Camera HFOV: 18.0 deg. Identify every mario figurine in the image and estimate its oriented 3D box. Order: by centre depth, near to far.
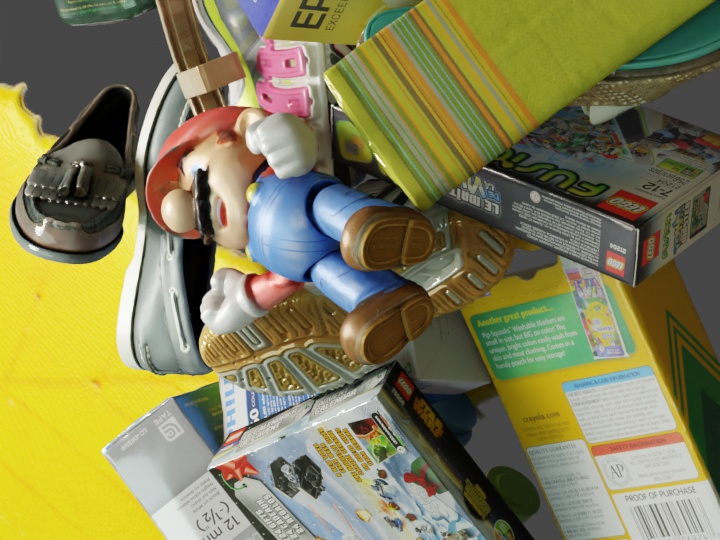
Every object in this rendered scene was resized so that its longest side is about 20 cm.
[{"bbox_3d":[-0.052,-0.020,1.169,0.200,0.106,0.124,31,95,48],"label":"mario figurine"}]

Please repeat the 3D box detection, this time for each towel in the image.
[{"bbox_3d":[0.085,-0.119,1.125,0.086,0.199,0.018,55,179,11],"label":"towel"}]

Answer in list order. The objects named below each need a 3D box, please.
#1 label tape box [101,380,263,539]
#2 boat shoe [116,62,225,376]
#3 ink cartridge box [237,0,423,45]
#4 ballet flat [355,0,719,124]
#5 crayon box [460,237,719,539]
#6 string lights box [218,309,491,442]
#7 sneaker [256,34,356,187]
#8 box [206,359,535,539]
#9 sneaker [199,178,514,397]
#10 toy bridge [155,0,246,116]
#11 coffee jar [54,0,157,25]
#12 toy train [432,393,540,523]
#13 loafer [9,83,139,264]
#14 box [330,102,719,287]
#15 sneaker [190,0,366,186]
[{"bbox_3d":[-0.070,0.173,1.477,0.066,0.143,0.201,-36,85,9],"label":"label tape box"},{"bbox_3d":[-0.102,-0.032,1.413,0.061,0.073,0.202,13,97,29],"label":"boat shoe"},{"bbox_3d":[0.018,-0.191,1.132,0.198,0.199,0.047,-60,40,47],"label":"ink cartridge box"},{"bbox_3d":[0.098,-0.106,1.166,0.198,0.071,0.065,0,142,12],"label":"ballet flat"},{"bbox_3d":[0.138,0.061,1.273,0.125,0.051,0.201,-15,104,48],"label":"crayon box"},{"bbox_3d":[-0.011,0.042,1.374,0.200,0.059,0.104,-25,67,50],"label":"string lights box"},{"bbox_3d":[-0.009,-0.137,1.256,0.074,0.087,0.202,17,114,63],"label":"sneaker"},{"bbox_3d":[0.023,0.157,1.320,0.136,0.040,0.200,-25,111,35],"label":"box"},{"bbox_3d":[0.000,0.000,1.264,0.199,0.088,0.076,-26,126,21],"label":"sneaker"},{"bbox_3d":[-0.086,-0.110,1.283,0.067,0.027,0.201,-177,65,-75],"label":"toy bridge"},{"bbox_3d":[-0.161,-0.252,1.348,0.104,0.085,0.201,2,116,47],"label":"coffee jar"},{"bbox_3d":[0.071,0.168,1.392,0.200,0.085,0.116,48,125,11],"label":"toy train"},{"bbox_3d":[-0.172,-0.064,1.409,0.071,0.200,0.063,13,110,-2],"label":"loafer"},{"bbox_3d":[0.094,-0.061,1.196,0.199,0.110,0.035,24,129,32],"label":"box"},{"bbox_3d":[-0.039,-0.133,1.323,0.081,0.074,0.201,7,126,34],"label":"sneaker"}]
